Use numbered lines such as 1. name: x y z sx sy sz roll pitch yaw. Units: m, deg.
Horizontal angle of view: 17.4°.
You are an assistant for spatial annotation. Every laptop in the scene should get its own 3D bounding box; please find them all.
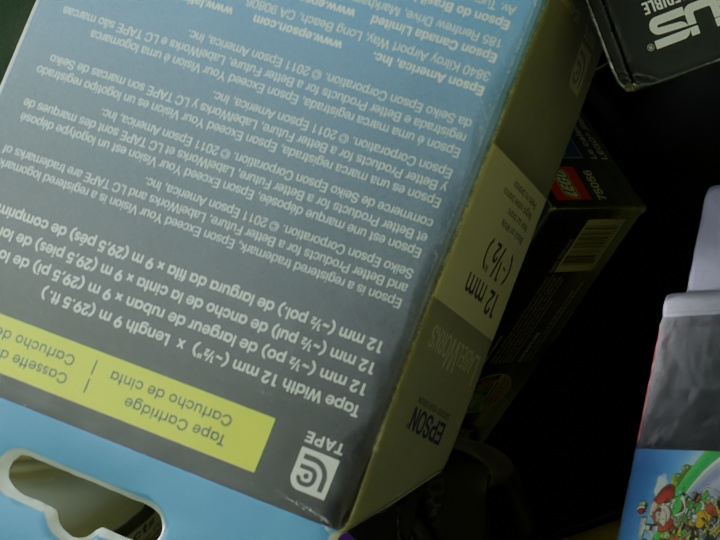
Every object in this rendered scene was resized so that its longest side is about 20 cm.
1. laptop: 0.113 -0.032 0.733 0.187 0.116 0.200 -27 13 48

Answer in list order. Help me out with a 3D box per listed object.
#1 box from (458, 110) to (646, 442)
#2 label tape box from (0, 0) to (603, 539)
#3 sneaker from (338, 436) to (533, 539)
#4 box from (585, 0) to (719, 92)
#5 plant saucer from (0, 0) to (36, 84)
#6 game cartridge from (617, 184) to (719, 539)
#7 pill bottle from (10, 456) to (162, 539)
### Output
1. box: 0.000 0.000 0.757 0.200 0.040 0.137 -60 46 37
2. label tape box: -0.036 -0.004 0.646 0.143 0.066 0.201 19 85 22
3. sneaker: 0.000 0.065 0.687 0.099 0.069 0.201 -35 81 35
4. box: 0.134 -0.153 0.593 0.199 0.161 0.044 -19 2 21
5. plant saucer: -0.160 -0.050 0.994 0.200 0.036 0.200 -50 -12 -14
6. game cartridge: 0.110 0.072 0.572 0.129 0.038 0.201 -3 71 55
7. pill bottle: -0.117 0.077 0.814 0.113 0.113 0.200 -90 3 -45
